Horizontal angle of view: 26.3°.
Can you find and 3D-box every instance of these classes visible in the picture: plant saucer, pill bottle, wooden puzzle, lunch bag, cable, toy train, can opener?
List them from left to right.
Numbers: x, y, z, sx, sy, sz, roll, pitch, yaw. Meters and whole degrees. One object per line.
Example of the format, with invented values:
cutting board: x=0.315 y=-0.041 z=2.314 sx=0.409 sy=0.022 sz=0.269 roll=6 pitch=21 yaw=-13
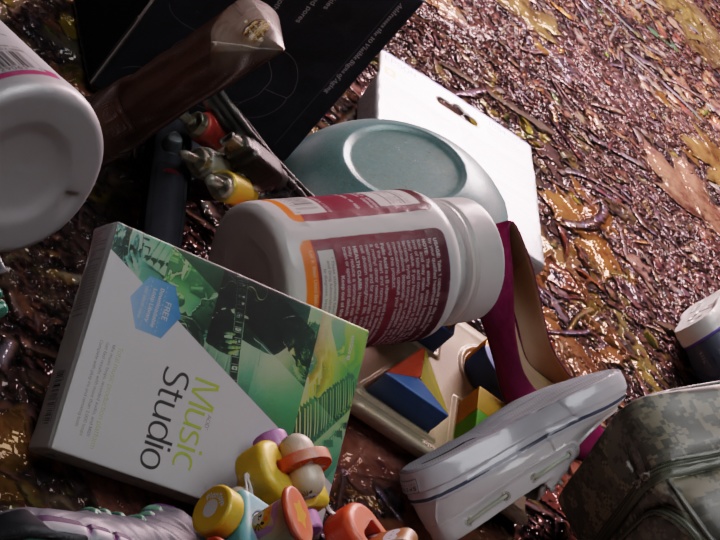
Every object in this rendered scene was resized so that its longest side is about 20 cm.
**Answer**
pill bottle: x=-0.252 y=-0.107 z=0.940 sx=0.113 sy=0.114 sz=0.200 roll=8 pitch=26 yaw=-47
can opener: x=-0.138 y=-0.056 z=1.110 sx=0.078 sy=0.064 sz=0.200 roll=7 pitch=41 yaw=-4
cable: x=-0.076 y=-0.066 z=1.163 sx=0.200 sy=0.050 sz=0.097 roll=43 pitch=21 yaw=-57
toy train: x=-0.020 y=0.162 z=0.903 sx=0.150 sy=0.056 sz=0.200 roll=56 pitch=20 yaw=1
pill bottle: x=0.000 y=0.000 z=1.123 sx=0.199 sy=0.114 sz=0.114 roll=-6 pitch=55 yaw=-36
plant saucer: x=0.033 y=-0.077 z=1.298 sx=0.200 sy=0.039 sz=0.201 roll=9 pitch=39 yaw=-8
wooden puzzle: x=0.071 y=0.083 z=1.219 sx=0.185 sy=0.046 sz=0.200 roll=35 pitch=31 yaw=-17
lunch bag: x=0.250 y=0.195 z=1.144 sx=0.139 sy=0.200 sz=0.168 roll=-9 pitch=60 yaw=-20

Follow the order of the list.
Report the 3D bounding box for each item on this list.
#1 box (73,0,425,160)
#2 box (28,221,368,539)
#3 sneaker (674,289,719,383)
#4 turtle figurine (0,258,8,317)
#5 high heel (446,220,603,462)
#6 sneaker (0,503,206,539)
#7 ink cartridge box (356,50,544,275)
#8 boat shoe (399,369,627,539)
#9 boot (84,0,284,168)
box: x=-0.092 y=-0.219 z=1.236 sx=0.196 sy=0.200 sz=0.124 roll=21 pitch=37 yaw=-36
box: x=-0.094 y=0.073 z=0.965 sx=0.200 sy=0.036 sz=0.145 roll=25 pitch=70 yaw=-33
sneaker: x=0.400 y=0.093 z=1.597 sx=0.147 sy=0.080 sz=0.200 roll=56 pitch=27 yaw=3
turtle figurine: x=-0.267 y=0.023 z=0.822 sx=0.149 sy=0.101 sz=0.201 roll=11 pitch=56 yaw=-34
high heel: x=0.143 y=0.058 z=1.201 sx=0.200 sy=0.096 sz=0.067 roll=46 pitch=34 yaw=-1
sneaker: x=-0.135 y=0.161 z=0.857 sx=0.200 sy=0.074 sz=0.088 roll=34 pitch=20 yaw=-40
ink cartridge box: x=0.084 y=-0.099 z=1.464 sx=0.196 sy=0.043 sz=0.200 roll=30 pitch=32 yaw=-20
boat shoe: x=0.119 y=0.138 z=1.140 sx=0.199 sy=0.074 sz=0.067 roll=-24 pitch=95 yaw=-22
boot: x=-0.152 y=-0.108 z=1.014 sx=0.064 sy=0.200 sz=0.186 roll=59 pitch=30 yaw=-13
